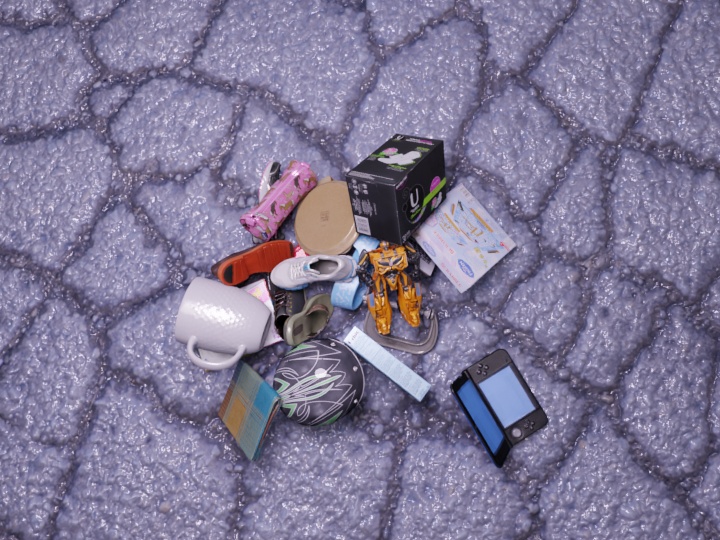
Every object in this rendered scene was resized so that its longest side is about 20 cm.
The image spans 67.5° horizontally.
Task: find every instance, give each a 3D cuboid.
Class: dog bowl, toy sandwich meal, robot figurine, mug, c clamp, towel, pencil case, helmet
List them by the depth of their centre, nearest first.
[{"bbox_3d":[-0.292,0.125,1.146,0.174,0.148,0.201,16,44,-2],"label":"mug"},{"bbox_3d":[-0.089,0.239,1.157,0.198,0.191,0.202,0,85,2],"label":"helmet"},{"bbox_3d":[0.069,0.031,1.159,0.144,0.058,0.201,-14,111,-7],"label":"robot figurine"},{"bbox_3d":[-0.242,0.295,1.163,0.022,0.200,0.148,21,93,-38],"label":"towel"},{"bbox_3d":[-0.182,-0.159,1.213,0.200,0.086,0.083,-52,123,-21],"label":"pencil case"},{"bbox_3d":[0.000,0.000,1.232,0.049,0.111,0.201,24,82,17],"label":"dog bowl"},{"bbox_3d":[0.091,0.106,1.232,0.199,0.027,0.172,20,106,-2],"label":"c clamp"},{"bbox_3d":[-0.069,-0.116,1.242,0.204,0.070,0.207,-8,72,26],"label":"toy sandwich meal"}]

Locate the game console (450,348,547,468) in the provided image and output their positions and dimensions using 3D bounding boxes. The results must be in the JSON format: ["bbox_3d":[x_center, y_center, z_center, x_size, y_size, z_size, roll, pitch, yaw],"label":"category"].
[{"bbox_3d":[0.309,0.296,1.187,0.170,0.118,0.201,-30,83,-4],"label":"game console"}]

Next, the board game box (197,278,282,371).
[{"bbox_3d":[-0.289,0.127,1.256,0.199,0.040,0.154,-21,82,-3],"label":"board game box"}]

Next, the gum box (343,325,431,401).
[{"bbox_3d":[0.053,0.203,1.176,0.200,0.170,0.045,38,83,5],"label":"gum box"}]

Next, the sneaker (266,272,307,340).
[{"bbox_3d":[-0.171,0.063,1.224,0.074,0.106,0.201,-26,82,13],"label":"sneaker"}]

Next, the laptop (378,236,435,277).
[{"bbox_3d":[0.132,-0.114,1.248,0.187,0.200,0.116,36,117,1],"label":"laptop"}]

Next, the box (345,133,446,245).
[{"bbox_3d":[0.082,-0.177,1.143,0.124,0.149,0.200,18,47,32],"label":"box"}]

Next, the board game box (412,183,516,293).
[{"bbox_3d":[0.232,-0.079,1.239,0.199,0.041,0.200,-35,81,-34],"label":"board game box"}]

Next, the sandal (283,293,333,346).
[{"bbox_3d":[-0.102,0.112,1.191,0.057,0.201,0.080,-6,107,24],"label":"sandal"}]

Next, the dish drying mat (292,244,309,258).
[{"bbox_3d":[-0.097,-0.057,1.293,0.200,0.018,0.077,-40,84,-5],"label":"dish drying mat"}]

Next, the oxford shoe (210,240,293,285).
[{"bbox_3d":[-0.241,-0.029,1.212,0.199,0.072,0.072,-21,117,-38],"label":"oxford shoe"}]

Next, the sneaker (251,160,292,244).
[{"bbox_3d":[-0.205,-0.157,1.291,0.086,0.080,0.202,9,88,-12],"label":"sneaker"}]

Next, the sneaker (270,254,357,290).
[{"bbox_3d":[-0.112,-0.005,1.158,0.199,0.087,0.076,-10,80,18],"label":"sneaker"}]
